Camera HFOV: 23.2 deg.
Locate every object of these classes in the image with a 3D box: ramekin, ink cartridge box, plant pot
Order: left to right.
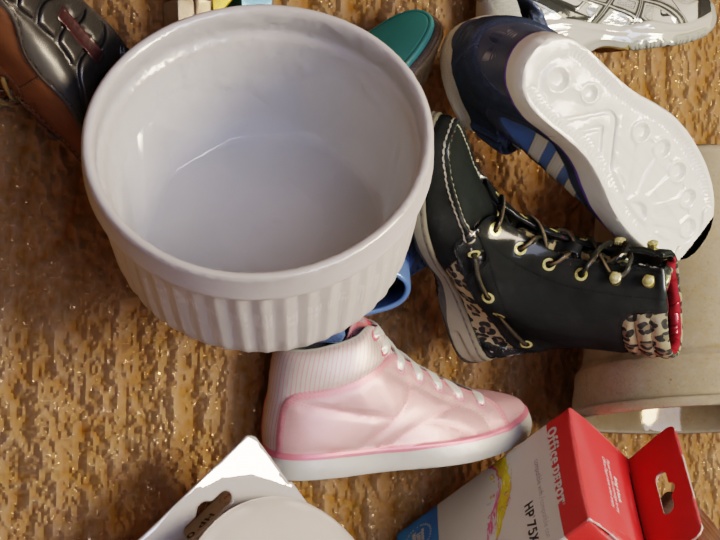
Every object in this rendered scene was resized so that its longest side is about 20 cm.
[{"bbox_3d":[-0.067,0.211,1.121,0.115,0.068,0.200,-42,111,-24],"label":"ink cartridge box"},{"bbox_3d":[-0.058,-0.046,1.019,0.200,0.200,0.105,-37,153,-24],"label":"ramekin"},{"bbox_3d":[0.118,0.173,1.144,0.200,0.116,0.067,-40,115,21],"label":"ink cartridge box"},{"bbox_3d":[0.239,0.015,1.239,0.200,0.200,0.184,6,77,-30],"label":"plant pot"}]

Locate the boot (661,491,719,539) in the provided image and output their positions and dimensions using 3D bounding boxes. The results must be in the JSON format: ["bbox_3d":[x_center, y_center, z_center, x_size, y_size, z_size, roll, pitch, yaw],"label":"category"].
[{"bbox_3d":[0.224,0.295,1.295,0.186,0.064,0.200,46,66,-9],"label":"boot"}]

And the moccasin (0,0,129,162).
[{"bbox_3d":[-0.193,-0.125,1.038,0.201,0.077,0.074,48,52,-42],"label":"moccasin"}]

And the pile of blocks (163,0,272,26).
[{"bbox_3d":[-0.047,-0.219,1.124,0.082,0.062,0.200,42,72,-24],"label":"pile of blocks"}]

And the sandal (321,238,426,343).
[{"bbox_3d":[0.000,0.000,1.122,0.200,0.087,0.080,-24,131,-44],"label":"sandal"}]

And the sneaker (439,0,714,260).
[{"bbox_3d":[0.135,-0.094,1.164,0.200,0.146,0.081,43,83,-28],"label":"sneaker"}]

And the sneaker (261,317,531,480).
[{"bbox_3d":[0.027,0.075,1.167,0.199,0.075,0.105,-4,99,-26],"label":"sneaker"}]

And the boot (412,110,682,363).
[{"bbox_3d":[0.118,-0.018,1.105,0.204,0.153,0.074,71,30,-42],"label":"boot"}]

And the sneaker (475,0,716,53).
[{"bbox_3d":[0.170,-0.196,1.243,0.199,0.076,0.088,-11,97,-30],"label":"sneaker"}]

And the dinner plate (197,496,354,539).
[{"bbox_3d":[-0.037,0.234,1.052,0.200,0.024,0.201,19,62,-43],"label":"dinner plate"}]

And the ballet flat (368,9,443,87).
[{"bbox_3d":[-0.012,-0.086,1.154,0.200,0.068,0.072,-46,132,-21],"label":"ballet flat"}]
